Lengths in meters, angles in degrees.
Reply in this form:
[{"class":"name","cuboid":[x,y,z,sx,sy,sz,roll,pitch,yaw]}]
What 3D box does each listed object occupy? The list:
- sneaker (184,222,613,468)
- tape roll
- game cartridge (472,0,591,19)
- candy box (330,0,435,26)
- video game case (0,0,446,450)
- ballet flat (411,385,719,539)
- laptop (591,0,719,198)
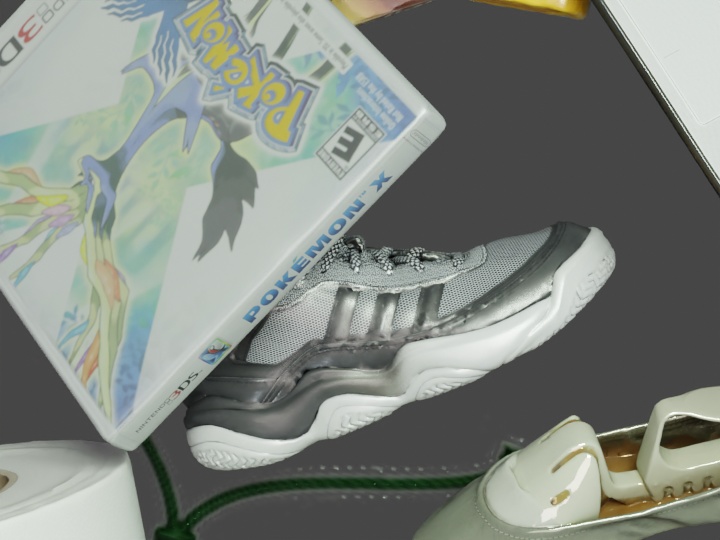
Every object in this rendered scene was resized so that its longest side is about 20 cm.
[{"class":"sneaker","cuboid":[0.000,0.000,0.803,0.200,0.075,0.114,-24,98,8]},{"class":"tape roll","cuboid":[-0.187,0.128,0.776,0.202,0.202,0.071,-9,96,4]},{"class":"game cartridge","cuboid":[0.021,-0.210,0.733,0.176,0.032,0.200,12,95,13]},{"class":"candy box","cuboid":[0.009,-0.211,0.795,0.117,0.056,0.200,-17,97,6]},{"class":"video game case","cuboid":[-0.086,-0.057,0.782,0.182,0.022,0.200,-46,57,8]},{"class":"ballet flat","cuboid":[0.115,0.085,0.817,0.200,0.067,0.064,-12,127,0]},{"class":"laptop","cuboid":[0.197,-0.124,0.654,0.200,0.116,0.187,-28,79,-18]}]
